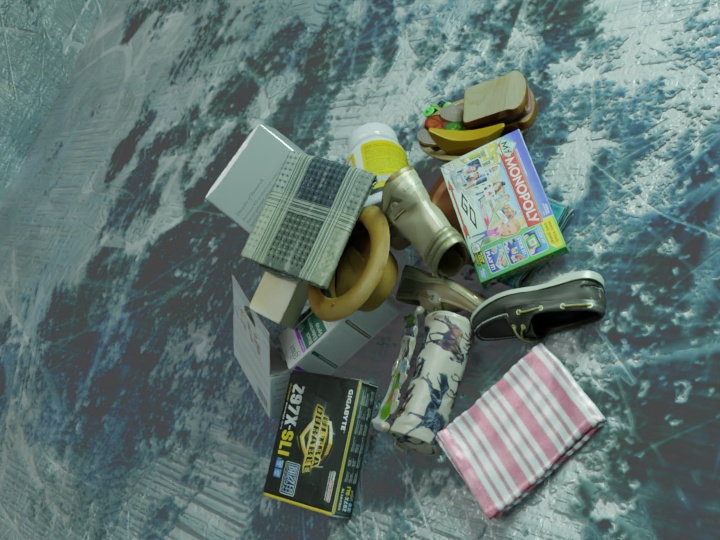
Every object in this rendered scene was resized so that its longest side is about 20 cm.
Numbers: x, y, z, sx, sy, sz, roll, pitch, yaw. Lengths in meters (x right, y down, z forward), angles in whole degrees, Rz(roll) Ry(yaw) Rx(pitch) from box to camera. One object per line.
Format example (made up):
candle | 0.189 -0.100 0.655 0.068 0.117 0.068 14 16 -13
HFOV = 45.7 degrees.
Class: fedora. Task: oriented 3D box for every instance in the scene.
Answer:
fedora | 0.000 0.000 1.311 0.199 0.081 0.204 -35 39 34

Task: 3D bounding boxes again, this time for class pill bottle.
pill bottle | 0.034 -0.157 1.492 0.113 0.114 0.203 -32 45 25

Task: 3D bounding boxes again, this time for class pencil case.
pencil case | 0.103 0.163 1.231 0.089 0.077 0.204 -26 42 67

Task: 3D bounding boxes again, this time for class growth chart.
growth chart | 0.057 0.148 1.278 0.145 0.017 0.204 120 169 -72

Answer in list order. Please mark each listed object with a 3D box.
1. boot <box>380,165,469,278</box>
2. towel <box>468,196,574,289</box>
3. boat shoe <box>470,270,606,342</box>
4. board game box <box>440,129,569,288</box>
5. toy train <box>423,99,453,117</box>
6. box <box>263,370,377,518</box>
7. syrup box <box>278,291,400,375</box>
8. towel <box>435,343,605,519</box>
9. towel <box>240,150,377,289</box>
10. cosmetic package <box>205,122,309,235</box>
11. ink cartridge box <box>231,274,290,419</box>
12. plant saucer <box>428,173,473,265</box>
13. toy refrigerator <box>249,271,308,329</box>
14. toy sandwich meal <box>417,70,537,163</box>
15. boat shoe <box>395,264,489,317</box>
boot | 0.095 -0.047 1.296 0.072 0.201 0.156 -30 68 -16
towel | 0.217 -0.064 1.317 0.148 0.022 0.199 -56 39 -1
boat shoe | 0.239 0.061 1.169 0.198 0.072 0.062 -23 45 30
board game box | 0.209 -0.092 1.261 0.132 0.029 0.204 -24 65 15
toy train | 0.176 -0.250 1.472 0.056 0.042 0.200 -43 40 -2
box | -0.063 0.265 1.328 0.158 0.049 0.204 1 73 45
syrup box | -0.037 0.091 1.419 0.199 0.081 0.079 -41 42 14
towel | 0.205 0.207 1.119 0.200 0.030 0.147 -43 47 7
towel | -0.081 -0.080 1.339 0.190 0.034 0.203 19 78 35
cosmetic package | -0.139 -0.135 1.538 0.167 0.199 0.167 -53 0 7
ink cartridge box | -0.173 0.126 1.480 0.200 0.043 0.177 -131 38 -50
plant saucer | 0.170 -0.105 1.353 0.198 0.037 0.204 -27 47 32
toy refrigerator | -0.107 -0.014 1.405 0.069 0.076 0.203 24 88 17
toy sandwich meal | 0.184 -0.248 1.375 0.201 0.071 0.207 -13 39 10
boat shoe | 0.123 0.046 1.302 0.199 0.071 0.066 22 87 53
